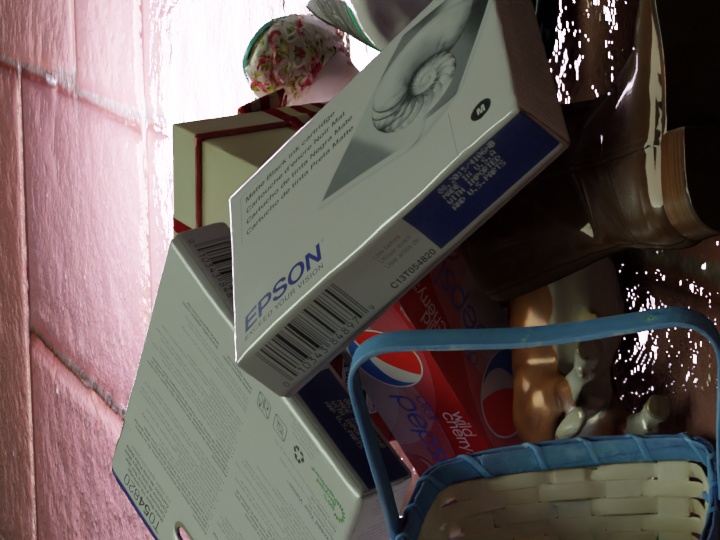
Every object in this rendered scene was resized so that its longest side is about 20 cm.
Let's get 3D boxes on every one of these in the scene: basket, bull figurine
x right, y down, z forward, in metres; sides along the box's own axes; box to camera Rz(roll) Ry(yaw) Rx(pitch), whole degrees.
[{"bbox_3d":[0.091,0.115,1.158,0.139,0.175,0.201,-76,-20,-59],"label":"basket"},{"bbox_3d":[0.111,0.004,1.267,0.121,0.065,0.201,161,105,-70],"label":"bull figurine"}]

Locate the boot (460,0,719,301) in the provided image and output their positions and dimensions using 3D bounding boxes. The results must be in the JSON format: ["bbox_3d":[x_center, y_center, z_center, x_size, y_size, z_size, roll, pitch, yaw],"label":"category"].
[{"bbox_3d":[0.111,-0.088,1.170,0.200,0.064,0.188,-17,68,60],"label":"boot"}]

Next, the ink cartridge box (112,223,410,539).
[{"bbox_3d":[-0.061,0.111,1.339,0.200,0.040,0.201,52,142,29],"label":"ink cartridge box"}]

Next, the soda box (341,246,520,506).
[{"bbox_3d":[0.040,0.043,1.310,0.063,0.070,0.200,1,136,37],"label":"soda box"}]

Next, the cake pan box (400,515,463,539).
[{"bbox_3d":[0.023,0.241,1.414,0.200,0.052,0.185,153,121,-69],"label":"cake pan box"}]

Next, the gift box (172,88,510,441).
[{"bbox_3d":[0.000,0.000,1.438,0.186,0.199,0.186,27,117,51],"label":"gift box"}]

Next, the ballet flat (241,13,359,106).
[{"bbox_3d":[-0.019,-0.117,1.549,0.076,0.064,0.200,-59,-15,1],"label":"ballet flat"}]

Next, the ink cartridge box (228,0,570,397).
[{"bbox_3d":[0.011,-0.064,1.199,0.200,0.041,0.200,-43,28,22],"label":"ink cartridge box"}]

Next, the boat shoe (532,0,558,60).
[{"bbox_3d":[0.084,-0.190,1.304,0.069,0.084,0.201,-89,-12,-69],"label":"boat shoe"}]

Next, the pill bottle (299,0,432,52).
[{"bbox_3d":[0.017,-0.192,1.442,0.200,0.112,0.114,-139,48,-66],"label":"pill bottle"}]
